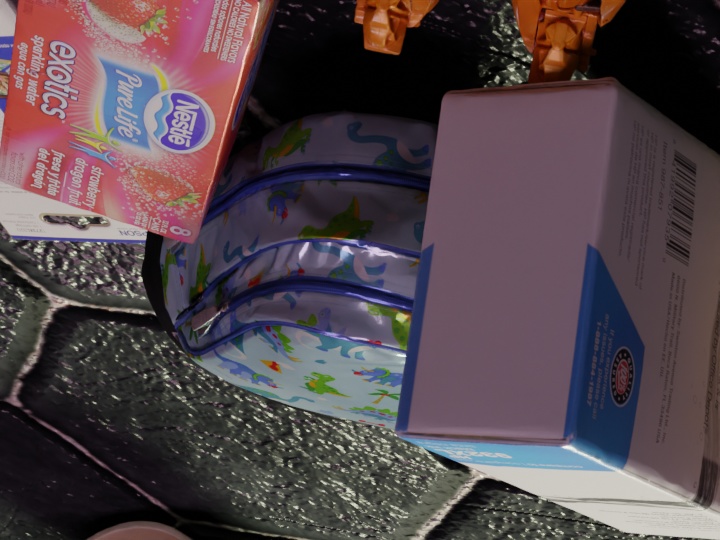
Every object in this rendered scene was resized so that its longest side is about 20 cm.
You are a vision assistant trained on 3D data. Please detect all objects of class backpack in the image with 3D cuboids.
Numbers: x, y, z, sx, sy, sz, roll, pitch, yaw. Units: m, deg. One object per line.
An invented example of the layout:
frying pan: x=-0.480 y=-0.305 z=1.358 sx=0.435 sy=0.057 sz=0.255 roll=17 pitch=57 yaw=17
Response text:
backpack: x=0.000 y=0.000 z=1.160 sx=0.163 sy=0.154 sz=0.200 roll=21 pitch=144 yaw=-17

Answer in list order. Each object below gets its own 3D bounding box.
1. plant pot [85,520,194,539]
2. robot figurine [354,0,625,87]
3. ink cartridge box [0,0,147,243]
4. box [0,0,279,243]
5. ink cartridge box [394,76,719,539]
plant pot: x=-0.093 y=0.278 z=1.672 sx=0.187 sy=0.188 sz=0.200 roll=-7 pitch=156 yaw=37
robot figurine: x=0.051 y=-0.149 z=0.961 sx=0.144 sy=0.058 sz=0.200 roll=12 pitch=150 yaw=5
ink cartridge box: x=-0.162 y=-0.081 z=1.219 sx=0.094 sy=0.037 sz=0.200 roll=2 pitch=145 yaw=25
box: x=-0.084 y=-0.108 z=1.063 sx=0.095 sy=0.100 sz=0.200 roll=19 pitch=150 yaw=-2
ink cartridge box: x=0.108 y=0.022 z=1.080 sx=0.083 sy=0.146 sz=0.200 roll=-1 pitch=164 yaw=34
